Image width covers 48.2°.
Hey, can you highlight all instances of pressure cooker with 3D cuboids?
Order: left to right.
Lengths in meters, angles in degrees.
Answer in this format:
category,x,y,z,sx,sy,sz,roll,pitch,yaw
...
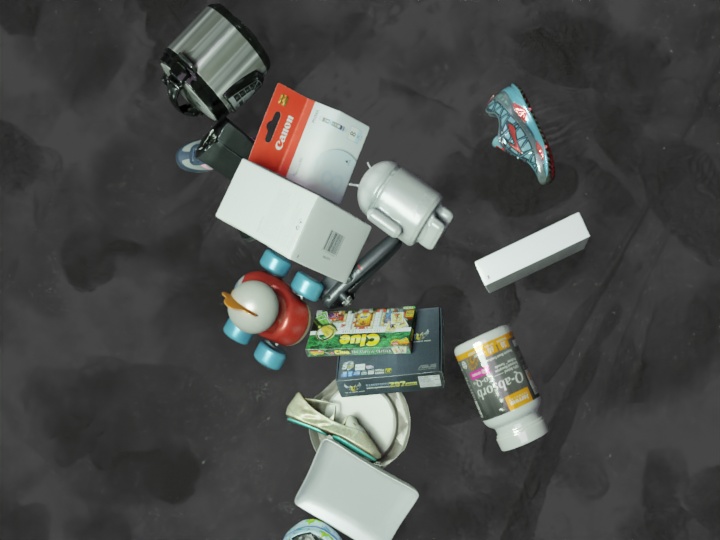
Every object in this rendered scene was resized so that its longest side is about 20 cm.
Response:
category,x,y,z,sx,sy,sz,roll,pitch,yaw
pressure cooker,-0.295,-0.391,1.572,0.200,0.176,0.178,-46,40,-6

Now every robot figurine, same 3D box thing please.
category,x,y,z,sx,sy,sz,roll,pitch,yaw
robot figurine,0.075,-0.127,1.507,0.198,0.170,0.114,34,133,6

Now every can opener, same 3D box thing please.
category,x,y,z,sx,sy,sz,roll,pitch,yaw
can opener,0.000,0.000,1.546,0.199,0.063,0.079,-40,79,7

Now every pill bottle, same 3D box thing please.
category,x,y,z,sx,sy,sz,roll,pitch,yaw
pill bottle,0.256,0.211,1.450,0.114,0.116,0.204,-25,81,9

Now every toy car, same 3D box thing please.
category,x,y,z,sx,sy,sz,roll,pitch,yaw
toy car,-0.199,0.061,1.499,0.175,0.199,0.187,33,95,28

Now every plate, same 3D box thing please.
category,x,y,z,sx,sy,sz,roll,pitch,yaw
plate,-0.008,0.412,1.485,0.197,0.032,0.202,28,125,5

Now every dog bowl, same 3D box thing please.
category,x,y,z,sx,sy,sz,roll,pitch,yaw
dog bowl,0.002,0.286,1.526,0.195,0.059,0.206,-1,85,12

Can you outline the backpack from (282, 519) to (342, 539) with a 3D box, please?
category,x,y,z,sx,sy,sz,roll,pitch,yaw
backpack,-0.072,0.564,1.489,0.162,0.154,0.201,-39,100,11

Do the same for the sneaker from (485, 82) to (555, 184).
category,x,y,z,sx,sy,sz,roll,pitch,yaw
sneaker,0.296,-0.241,1.505,0.094,0.079,0.204,-26,73,18

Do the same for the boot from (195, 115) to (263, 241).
category,x,y,z,sx,sy,sz,roll,pitch,yaw
boot,-0.237,-0.171,1.540,0.065,0.199,0.167,28,83,44

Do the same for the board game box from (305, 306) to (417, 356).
category,x,y,z,sx,sy,sz,roll,pitch,yaw
board game box,0.002,0.112,1.486,0.195,0.024,0.106,-4,43,15

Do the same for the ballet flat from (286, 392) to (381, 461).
category,x,y,z,sx,sy,sz,roll,pitch,yaw
ballet flat,-0.044,0.281,1.476,0.196,0.068,0.063,23,75,11

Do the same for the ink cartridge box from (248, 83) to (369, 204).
category,x,y,z,sx,sy,sz,roll,pitch,yaw
ink cartridge box,-0.096,-0.240,1.535,0.197,0.047,0.163,22,90,-30

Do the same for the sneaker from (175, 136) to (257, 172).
category,x,y,z,sx,sy,sz,roll,pitch,yaw
sneaker,-0.289,-0.241,1.614,0.195,0.082,0.072,-5,84,12

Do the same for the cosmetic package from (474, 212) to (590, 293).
category,x,y,z,sx,sy,sz,roll,pitch,yaw
cosmetic package,0.306,-0.028,1.439,0.197,0.151,0.053,-26,81,8

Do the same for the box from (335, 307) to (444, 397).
category,x,y,z,sx,sy,sz,roll,pitch,yaw
box,0.058,0.149,1.485,0.195,0.052,0.160,-6,42,11

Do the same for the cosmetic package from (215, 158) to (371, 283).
category,x,y,z,sx,sy,sz,roll,pitch,yaw
cosmetic package,-0.120,-0.090,1.481,0.198,0.198,0.125,26,91,32
